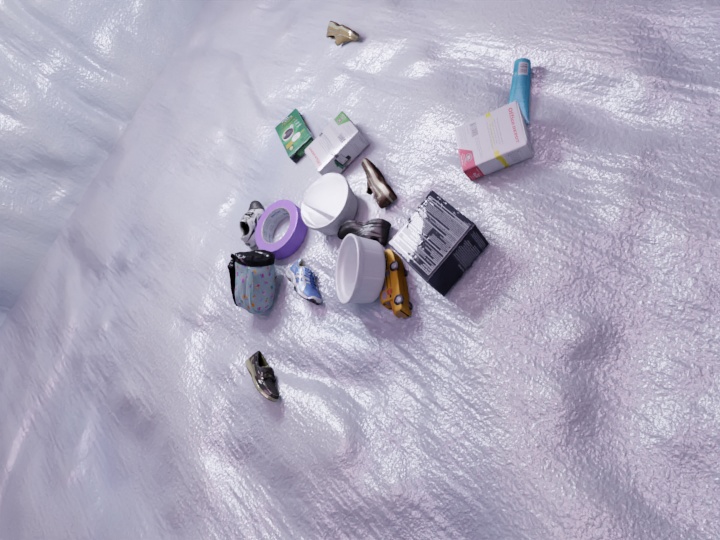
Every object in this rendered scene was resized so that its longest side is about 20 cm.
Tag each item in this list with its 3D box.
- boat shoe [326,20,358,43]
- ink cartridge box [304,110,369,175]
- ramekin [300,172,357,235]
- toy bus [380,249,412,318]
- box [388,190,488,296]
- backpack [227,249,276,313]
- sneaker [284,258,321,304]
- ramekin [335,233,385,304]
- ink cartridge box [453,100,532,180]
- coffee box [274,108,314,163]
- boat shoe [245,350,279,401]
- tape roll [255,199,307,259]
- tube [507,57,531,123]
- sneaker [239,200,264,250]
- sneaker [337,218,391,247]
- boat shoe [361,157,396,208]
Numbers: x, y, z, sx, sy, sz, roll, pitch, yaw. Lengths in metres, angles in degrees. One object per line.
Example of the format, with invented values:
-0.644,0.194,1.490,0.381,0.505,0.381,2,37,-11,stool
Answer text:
-0.075,-0.934,2.249,0.200,0.070,0.078,43,109,47,boat shoe
-0.086,-0.438,1.998,0.199,0.084,0.148,-43,50,11,ink cartridge box
-0.099,-0.215,1.894,0.197,0.094,0.209,-15,60,28,ramekin
0.097,0.041,1.652,0.076,0.065,0.206,-21,58,25,toy bus
0.217,-0.077,1.585,0.199,0.123,0.200,-48,48,5,box
-0.361,0.042,1.908,0.124,0.164,0.208,18,107,43,backpack
-0.180,0.035,1.844,0.078,0.075,0.200,-50,51,9,sneaker
0.000,0.000,1.668,0.200,0.094,0.209,-174,90,-70,ramekin
0.384,-0.370,1.625,0.195,0.083,0.150,-18,66,27,ink cartridge box
-0.253,-0.526,2.185,0.122,0.044,0.203,-39,52,13,coffee box
-0.307,0.332,1.795,0.067,0.071,0.201,-53,45,8,boat shoe
-0.284,-0.147,2.013,0.195,0.065,0.207,-15,61,28,tape roll
0.473,-0.528,1.673,0.075,0.050,0.207,0,75,37,tube
-0.412,-0.188,2.109,0.072,0.088,0.206,-19,57,27,sneaker
0.006,-0.109,1.787,0.195,0.075,0.094,-5,72,36,sneaker
0.042,-0.284,1.844,0.075,0.074,0.205,-42,51,17,boat shoe
